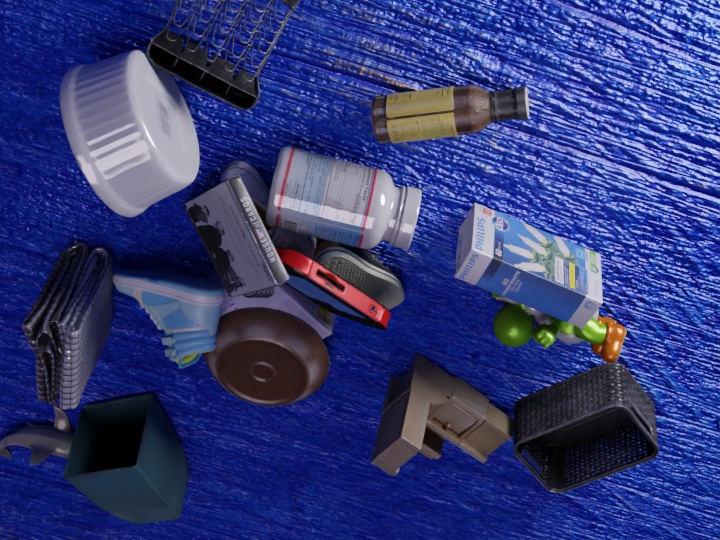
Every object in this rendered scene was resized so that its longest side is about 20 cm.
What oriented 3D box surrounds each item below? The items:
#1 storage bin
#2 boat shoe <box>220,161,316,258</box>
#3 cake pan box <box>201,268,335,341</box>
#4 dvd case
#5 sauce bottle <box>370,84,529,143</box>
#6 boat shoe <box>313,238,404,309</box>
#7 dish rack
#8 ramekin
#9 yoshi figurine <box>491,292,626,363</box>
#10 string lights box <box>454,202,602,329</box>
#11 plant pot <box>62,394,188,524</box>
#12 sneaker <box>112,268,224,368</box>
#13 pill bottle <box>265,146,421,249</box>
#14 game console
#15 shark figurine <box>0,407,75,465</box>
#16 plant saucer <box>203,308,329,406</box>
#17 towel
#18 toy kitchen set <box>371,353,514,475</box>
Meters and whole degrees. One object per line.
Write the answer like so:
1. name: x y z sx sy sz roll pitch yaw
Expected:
1. storage bin: 0.346 0.244 1.782 0.198 0.094 0.135 -28 121 27
2. boat shoe: -0.129 -0.060 1.615 0.070 0.070 0.201 -22 123 25
3. cake pan box: -0.167 0.071 1.746 0.199 0.053 0.184 -34 116 31
4. dvd case: -0.171 -0.042 1.559 0.152 0.025 0.199 64 155 -6
5. sauce bottle: 0.114 -0.200 1.462 0.196 0.065 0.065 -3 130 13
6. boat shoe: 0.000 0.000 1.643 0.074 0.063 0.199 -29 142 21
7. dish rack: -0.160 -0.313 1.418 0.152 0.055 0.201 25 129 -13
8. ramekin: -0.285 -0.179 1.461 0.096 0.202 0.202 -20 125 14
9. yoshi figurine: 0.271 0.083 1.652 0.197 0.113 0.113 22 137 -6
10. string lights box: 0.231 -0.006 1.582 0.197 0.104 0.059 21 131 -10
11. plant pot: -0.377 0.334 1.949 0.139 0.143 0.201 -11 135 18
12. sneaker: -0.289 0.071 1.690 0.197 0.079 0.133 12 104 33
13. pill bottle: -0.022 -0.091 1.546 0.197 0.110 0.110 14 131 -3
14. game console: -0.066 0.022 1.604 0.199 0.031 0.176 35 165 -32
15. shark figurine: -0.568 0.310 1.989 0.210 0.090 0.130 -4 128 10
16. plant saucer: -0.146 0.143 1.750 0.197 0.037 0.203 5 132 5
17. towel: -0.427 0.081 1.697 0.084 0.202 0.167 12 130 0
18. toy kitchen set: 0.107 0.282 1.793 0.199 0.182 0.163 34 128 -14
